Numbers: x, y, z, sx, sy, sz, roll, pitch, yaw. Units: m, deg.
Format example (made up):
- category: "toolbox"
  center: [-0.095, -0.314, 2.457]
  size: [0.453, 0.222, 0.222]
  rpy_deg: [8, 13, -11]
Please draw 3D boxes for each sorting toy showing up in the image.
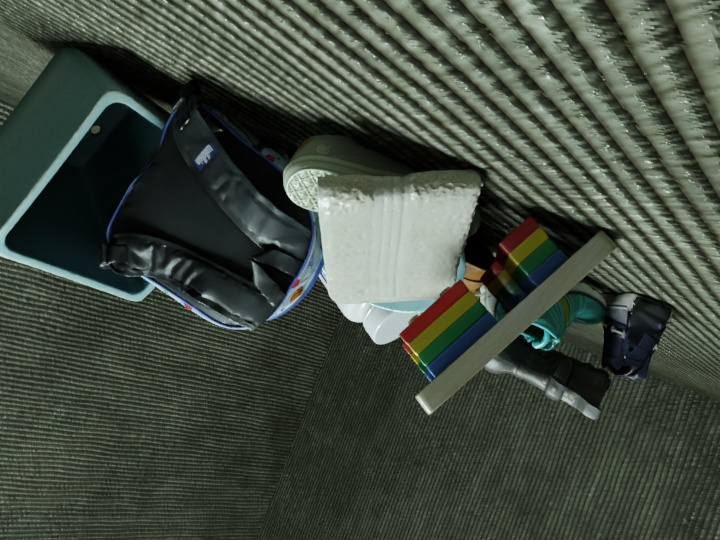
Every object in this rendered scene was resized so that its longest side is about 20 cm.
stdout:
- category: "sorting toy"
  center: [0.121, 0.037, 0.597]
  size: [0.070, 0.199, 0.199]
  rpy_deg: [48, -179, 12]

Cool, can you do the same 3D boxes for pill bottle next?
- category: "pill bottle"
  center: [0.000, 0.000, 0.899]
  size: [0.201, 0.111, 0.111]
  rpy_deg: [54, -165, 27]

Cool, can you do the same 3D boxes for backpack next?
- category: "backpack"
  center: [-0.124, -0.041, 0.620]
  size: [0.189, 0.202, 0.154]
  rpy_deg: [38, -164, 14]

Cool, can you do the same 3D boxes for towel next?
- category: "towel"
  center: [0.030, -0.024, 0.560]
  size: [0.129, 0.035, 0.201]
  rpy_deg: [-4, 153, -2]

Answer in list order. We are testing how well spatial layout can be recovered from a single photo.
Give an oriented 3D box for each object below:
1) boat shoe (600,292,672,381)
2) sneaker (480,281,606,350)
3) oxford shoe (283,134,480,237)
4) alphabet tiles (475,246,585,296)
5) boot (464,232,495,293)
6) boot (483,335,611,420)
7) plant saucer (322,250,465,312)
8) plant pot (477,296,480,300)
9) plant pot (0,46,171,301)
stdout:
- category: "boat shoe"
  center: [0.329, 0.085, 0.809]
  size: [0.073, 0.095, 0.200]
  rpy_deg: [21, 178, 13]
- category: "sneaker"
  center: [0.218, 0.055, 0.757]
  size: [0.196, 0.082, 0.077]
  rpy_deg: [5, 161, -32]
- category: "oxford shoe"
  center: [0.024, -0.073, 0.571]
  size: [0.196, 0.059, 0.076]
  rpy_deg: [15, 137, -22]
- category: "alphabet tiles"
  center: [0.188, 0.009, 0.838]
  size: [0.195, 0.015, 0.196]
  rpy_deg: [13, 163, 7]
- category: "boot"
  center: [0.057, -0.026, 0.764]
  size: [0.199, 0.077, 0.156]
  rpy_deg: [40, 151, 1]
- category: "boot"
  center: [0.229, 0.111, 0.803]
  size: [0.171, 0.071, 0.200]
  rpy_deg: [22, -157, 14]
- category: "plant saucer"
  center: [0.026, -0.038, 0.694]
  size: [0.197, 0.039, 0.204]
  rpy_deg: [18, 138, 17]
- category: "plant pot"
  center: [0.149, 0.059, 1.151]
  size: [0.192, 0.203, 0.199]
  rpy_deg: [35, -174, 35]
- category: "plant pot"
  center: [-0.294, -0.125, 0.705]
  size: [0.200, 0.197, 0.195]
  rpy_deg: [47, -172, 32]
